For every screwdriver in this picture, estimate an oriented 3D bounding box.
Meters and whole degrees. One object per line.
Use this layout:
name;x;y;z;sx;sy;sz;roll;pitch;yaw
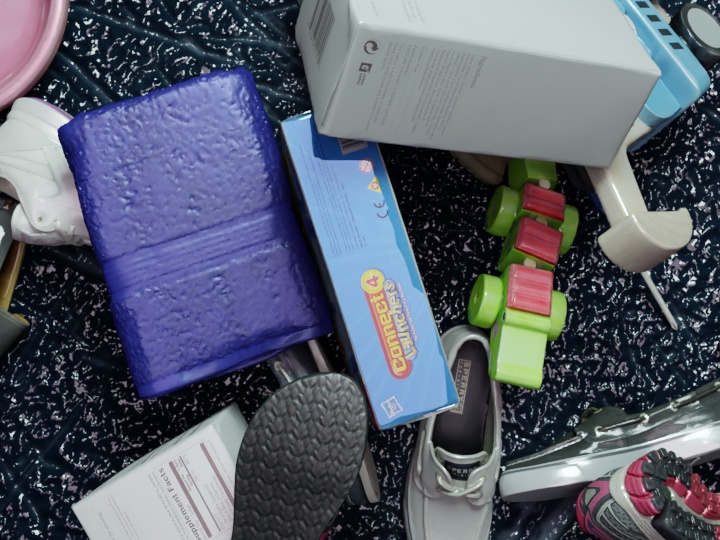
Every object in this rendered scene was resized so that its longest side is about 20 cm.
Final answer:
screwdriver;0.197;-0.032;0.801;0.028;0.029;0.201;-35;103;-5

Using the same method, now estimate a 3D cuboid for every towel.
towel;-0.115;-0.027;0.742;0.145;0.050;0.203;-18;93;-9

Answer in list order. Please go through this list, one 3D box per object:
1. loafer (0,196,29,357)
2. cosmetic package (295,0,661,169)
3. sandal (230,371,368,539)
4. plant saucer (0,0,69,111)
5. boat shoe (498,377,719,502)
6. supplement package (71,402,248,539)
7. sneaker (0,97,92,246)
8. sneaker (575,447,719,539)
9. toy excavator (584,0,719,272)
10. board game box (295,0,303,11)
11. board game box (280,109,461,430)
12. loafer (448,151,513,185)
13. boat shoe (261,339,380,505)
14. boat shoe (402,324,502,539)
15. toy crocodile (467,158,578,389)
loafer;-0.290;0.041;0.804;0.071;0.073;0.204;3;90;-4
cosmetic package;0.068;-0.135;0.646;0.197;0.114;0.082;7;133;-20
sandal;-0.048;0.153;0.665;0.074;0.045;0.203;18;101;5
plant saucer;-0.321;-0.211;0.818;0.197;0.051;0.205;0;90;0
boat shoe;0.198;0.131;0.808;0.196;0.069;0.057;-13;68;-1
supplement package;-0.096;0.216;0.755;0.110;0.156;0.202;-28;89;-2
sneaker;-0.200;-0.041;0.795;0.198;0.075;0.100;33;72;6
sneaker;0.243;0.197;0.783;0.199;0.081;0.074;38;133;-25
toy excavator;0.180;-0.115;0.739;0.199;0.100;0.195;-35;86;-41
board game box;0.053;-0.205;0.752;0.197;0.028;0.137;-23;68;11
board game box;0.000;0.000;0.739;0.055;0.196;0.203;-18;88;-5
loafer;0.065;-0.160;0.801;0.067;0.076;0.202;-31;89;13
boat shoe;-0.045;0.089;0.799;0.061;0.075;0.203;-25;87;-2
boat shoe;0.075;0.144;0.802;0.071;0.066;0.204;10;89;0
toy crocodile;0.125;-0.009;0.787;0.066;0.062;0.203;16;62;-6
